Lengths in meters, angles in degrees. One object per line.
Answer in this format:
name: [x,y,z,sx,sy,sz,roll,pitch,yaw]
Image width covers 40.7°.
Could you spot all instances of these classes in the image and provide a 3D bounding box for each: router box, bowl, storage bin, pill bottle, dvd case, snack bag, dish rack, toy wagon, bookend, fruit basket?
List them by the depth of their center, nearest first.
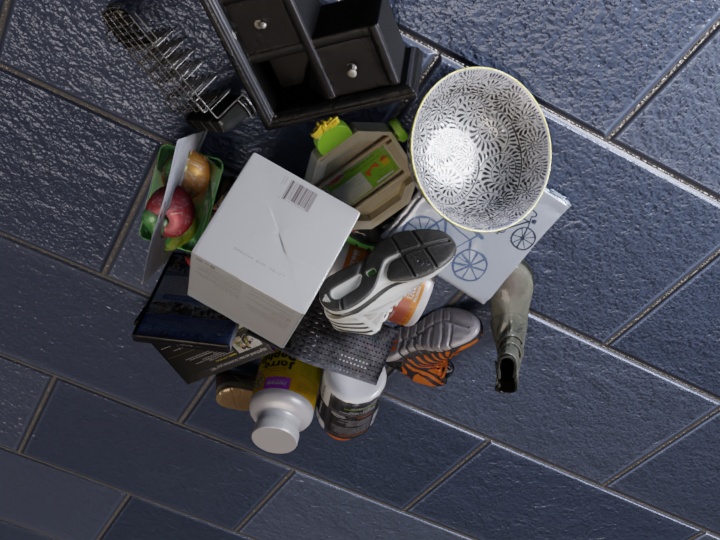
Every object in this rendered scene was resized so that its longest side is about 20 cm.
bookend: [-0.052,-0.284,1.132,0.200,0.092,0.199,-9,134,18]
dish rack: [-0.229,-0.250,1.184,0.200,0.055,0.153,49,165,-25]
bowl: [0.129,-0.145,1.209,0.201,0.201,0.094,32,166,-21]
toy wagon: [-0.005,-0.133,1.240,0.155,0.040,0.200,-35,136,5]
fruit basket: [-0.245,-0.090,1.253,0.094,0.200,0.186,17,102,2]
snack bag: [0.158,-0.070,1.332,0.188,0.021,0.200,32,111,-20]
pill bottle: [0.000,0.000,1.410,0.200,0.112,0.112,19,137,-10]
dvd case: [-0.240,0.044,1.441,0.142,0.200,0.018,6,128,5]
storage bin: [-0.054,0.092,1.450,0.135,0.094,0.200,22,177,39]
pill bottle: [-0.120,0.192,1.573,0.104,0.200,0.104,5,137,5]
router box: [-0.250,0.095,1.585,0.200,0.051,0.149,-22,117,30]
pill bottle: [-0.020,0.218,1.640,0.106,0.106,0.200,12,147,-1]

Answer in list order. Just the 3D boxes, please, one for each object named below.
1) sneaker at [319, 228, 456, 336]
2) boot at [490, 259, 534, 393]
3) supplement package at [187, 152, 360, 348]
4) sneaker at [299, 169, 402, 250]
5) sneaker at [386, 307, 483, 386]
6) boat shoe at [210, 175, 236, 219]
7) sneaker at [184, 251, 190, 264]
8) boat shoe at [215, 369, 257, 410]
sneaker: [0.039,0.019,1.331,0.200,0.076,0.115,-26,152,-9]
boot: [0.224,0.085,1.441,0.068,0.131,0.200,0,136,11]
supplement package: [-0.116,-0.019,1.229,0.152,0.151,0.200,29,161,-2]
sneaker: [-0.003,-0.086,1.346,0.200,0.077,0.084,15,129,-16]
sneaker: [0.133,0.125,1.555,0.200,0.078,0.112,-17,136,41]
boat shoe: [-0.183,-0.094,1.377,0.199,0.076,0.072,7,135,2]
sneaker: [-0.195,0.006,1.422,0.200,0.071,0.098,14,128,55]
boat shoe: [-0.168,0.215,1.709,0.200,0.065,0.072,17,131,-35]
